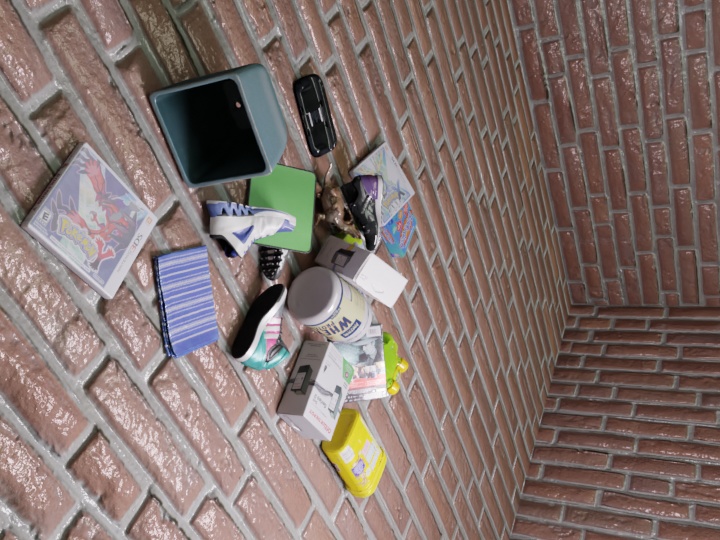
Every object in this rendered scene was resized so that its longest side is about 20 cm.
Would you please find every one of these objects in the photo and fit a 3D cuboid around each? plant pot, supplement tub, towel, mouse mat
[{"bbox_3d":[-0.252,-0.304,1.353,0.200,0.195,0.197,-62,140,-54],"label":"plant pot"},{"bbox_3d":[-0.070,0.090,1.685,0.200,0.144,0.146,38,57,-53],"label":"supplement tub"},{"bbox_3d":[-0.337,0.059,1.350,0.145,0.024,0.201,-20,107,-59],"label":"towel"},{"bbox_3d":[-0.177,-0.145,1.545,0.160,0.008,0.201,10,74,-24],"label":"mouse mat"}]

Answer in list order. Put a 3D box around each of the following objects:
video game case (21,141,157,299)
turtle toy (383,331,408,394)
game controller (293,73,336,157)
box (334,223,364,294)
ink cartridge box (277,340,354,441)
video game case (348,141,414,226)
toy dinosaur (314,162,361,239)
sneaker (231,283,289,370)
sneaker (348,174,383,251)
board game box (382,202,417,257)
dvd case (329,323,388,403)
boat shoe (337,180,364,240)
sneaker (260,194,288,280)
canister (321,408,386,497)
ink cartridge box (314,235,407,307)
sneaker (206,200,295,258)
[{"bbox_3d":[-0.448,-0.082,1.163,0.200,0.023,0.183,55,44,-44],"label":"video game case"},{"bbox_3d":[0.052,0.254,1.930,0.146,0.101,0.200,42,50,-18],"label":"turtle toy"},{"bbox_3d":[-0.113,-0.391,1.740,0.104,0.042,0.201,-33,118,-39],"label":"game controller"},{"bbox_3d":[-0.025,-0.010,1.864,0.122,0.047,0.201,-53,132,-46],"label":"box"},{"bbox_3d":[-0.105,0.295,1.680,0.146,0.084,0.201,54,46,-44],"label":"ink cartridge box"},{"bbox_3d":[0.066,-0.253,1.987,0.183,0.022,0.200,58,45,-16],"label":"video game case"},{"bbox_3d":[-0.068,-0.171,1.761,0.135,0.085,0.201,-13,95,-60],"label":"toy dinosaur"},{"bbox_3d":[-0.195,0.139,1.527,0.121,0.083,0.201,51,54,-39],"label":"sneaker"},{"bbox_3d":[0.007,-0.152,1.807,0.087,0.076,0.201,-1,99,-16],"label":"sneaker"},{"bbox_3d":[0.102,-0.162,2.085,0.200,0.045,0.153,59,41,-41],"label":"board game box"},{"bbox_3d":[-0.006,0.247,1.819,0.022,0.145,0.201,-153,-123,-76],"label":"dvd case"},{"bbox_3d":[-0.001,-0.162,1.879,0.075,0.062,0.200,-105,168,-53],"label":"boat shoe"},{"bbox_3d":[-0.177,-0.072,1.584,0.090,0.066,0.201,21,69,-55],"label":"sneaker"},{"bbox_3d":[-0.016,0.483,1.830,0.201,0.086,0.149,64,39,-34],"label":"canister"},{"bbox_3d":[0.000,0.000,1.701,0.147,0.200,0.086,36,83,-35],"label":"ink cartridge box"},{"bbox_3d":[-0.241,-0.080,1.454,0.199,0.080,0.116,6,94,-39],"label":"sneaker"}]
